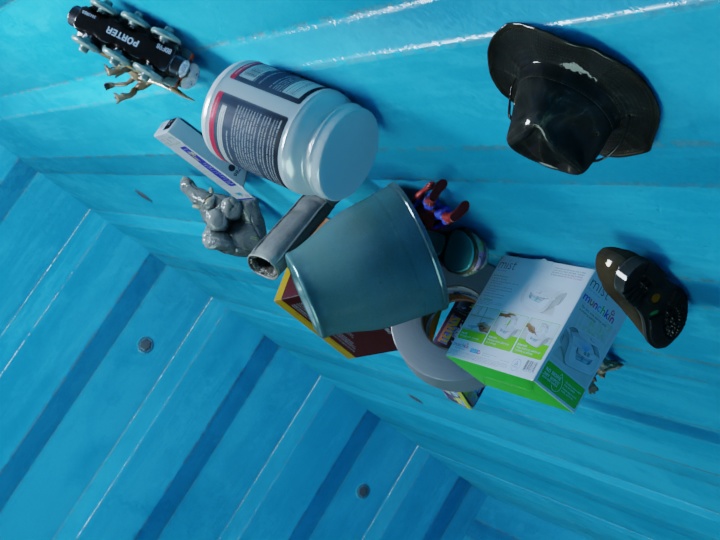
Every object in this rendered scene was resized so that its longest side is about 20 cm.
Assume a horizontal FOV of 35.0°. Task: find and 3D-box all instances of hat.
[{"bbox_3d":[0.185,-0.143,1.087,0.201,0.081,0.201,31,167,8],"label":"hat"}]

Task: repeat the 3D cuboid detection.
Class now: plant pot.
[{"bbox_3d":[0.000,0.000,1.640,0.200,0.188,0.200,157,90,-83],"label":"plant pot"}]

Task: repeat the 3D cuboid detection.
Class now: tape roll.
[{"bbox_3d":[0.150,0.083,1.756,0.200,0.200,0.066,27,166,23],"label":"tape roll"}]

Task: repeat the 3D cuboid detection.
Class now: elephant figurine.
[{"bbox_3d":[-0.266,-0.105,2.269,0.141,0.155,0.200,-9,-164,-21],"label":"elephant figurine"}]

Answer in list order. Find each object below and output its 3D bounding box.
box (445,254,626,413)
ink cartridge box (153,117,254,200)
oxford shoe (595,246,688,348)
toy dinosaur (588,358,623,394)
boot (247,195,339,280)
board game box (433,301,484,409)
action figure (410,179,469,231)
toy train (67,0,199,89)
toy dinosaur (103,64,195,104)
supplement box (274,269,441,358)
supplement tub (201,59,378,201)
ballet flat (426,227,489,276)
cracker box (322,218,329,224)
[{"bbox_3d":[0.243,0.080,1.579,0.097,0.177,0.200,38,166,-29],"label":"box"},{"bbox_3d":[-0.274,-0.200,2.065,0.200,0.039,0.099,39,166,-21],"label":"ink cartridge box"},{"bbox_3d":[0.347,0.027,1.411,0.084,0.073,0.200,41,175,45],"label":"oxford shoe"},{"bbox_3d":[0.319,0.121,1.781,0.200,0.086,0.136,39,174,-3],"label":"toy dinosaur"},{"bbox_3d":[-0.097,-0.072,1.757,0.073,0.200,0.182,35,167,-8],"label":"boot"},{"bbox_3d":[0.185,0.124,1.910,0.057,0.165,0.200,26,165,26],"label":"board game box"},{"bbox_3d":[0.105,-0.087,1.567,0.065,0.052,0.200,39,172,-4],"label":"action figure"},{"bbox_3d":[-0.323,-0.322,1.641,0.200,0.085,0.114,26,180,13],"label":"toy train"},{"bbox_3d":[-0.328,-0.293,1.717,0.200,0.101,0.058,37,143,52],"label":"toy dinosaur"},{"bbox_3d":[0.005,0.035,1.936,0.200,0.133,0.197,-14,136,44],"label":"supplement box"},{"bbox_3d":[-0.092,-0.180,1.470,0.200,0.140,0.140,25,166,29],"label":"supplement tub"},{"bbox_3d":[0.144,-0.027,1.688,0.071,0.069,0.200,18,179,-27],"label":"ballet flat"},{"bbox_3d":[-0.049,-0.033,2.116,0.134,0.058,0.200,27,167,20],"label":"cracker box"}]
